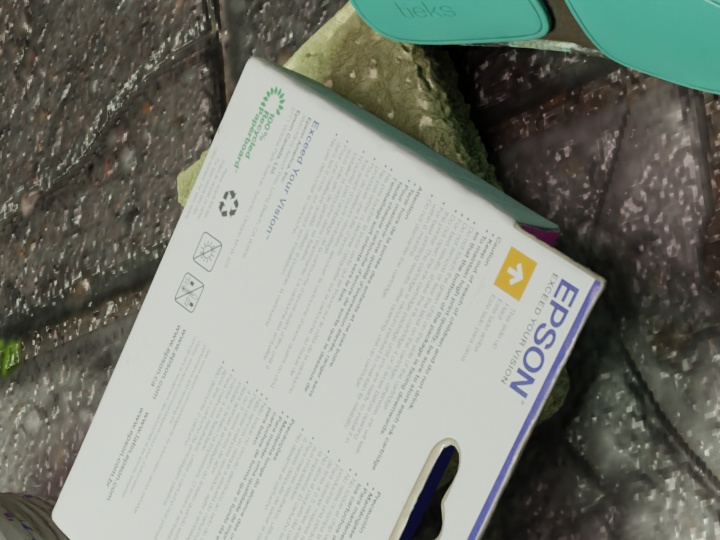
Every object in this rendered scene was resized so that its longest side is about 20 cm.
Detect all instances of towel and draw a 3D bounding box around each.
[{"bbox_3d":[0.000,0.000,0.784,0.148,0.036,0.200,-43,52,33],"label":"towel"}]

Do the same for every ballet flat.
[{"bbox_3d":[0.080,-0.106,0.697,0.200,0.074,0.074,16,94,40],"label":"ballet flat"}]

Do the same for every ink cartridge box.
[{"bbox_3d":[-0.011,0.052,0.726,0.200,0.043,0.197,36,105,43],"label":"ink cartridge box"}]

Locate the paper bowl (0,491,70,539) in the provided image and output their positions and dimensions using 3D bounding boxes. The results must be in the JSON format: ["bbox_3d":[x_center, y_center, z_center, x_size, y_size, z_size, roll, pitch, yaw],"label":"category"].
[{"bbox_3d":[-0.146,0.190,0.853,0.200,0.104,0.201,-12,73,46],"label":"paper bowl"}]
